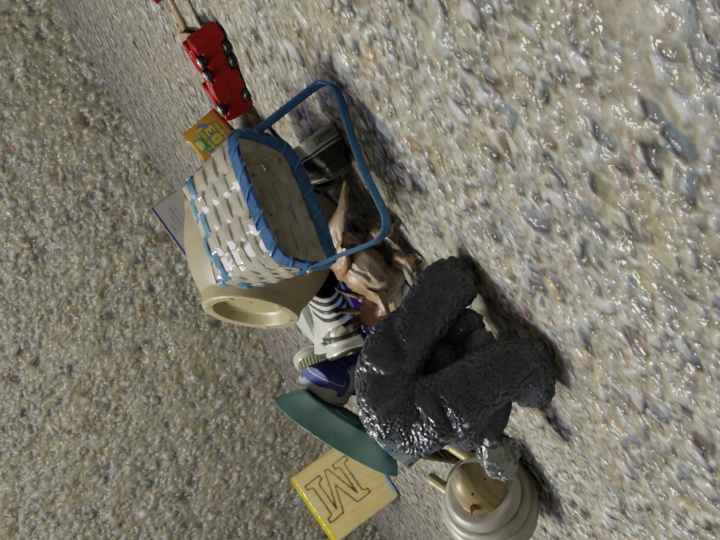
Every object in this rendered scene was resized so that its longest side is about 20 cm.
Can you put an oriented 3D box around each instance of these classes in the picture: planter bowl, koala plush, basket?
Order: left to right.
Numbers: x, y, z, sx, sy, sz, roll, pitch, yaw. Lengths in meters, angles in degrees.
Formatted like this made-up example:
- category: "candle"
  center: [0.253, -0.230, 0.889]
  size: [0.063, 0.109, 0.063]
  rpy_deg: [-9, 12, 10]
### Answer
- category: "planter bowl"
  center: [-0.125, -0.010, 1.299]
  size: [0.201, 0.197, 0.137]
  rpy_deg: [91, -174, -71]
- category: "basket"
  center: [-0.077, -0.081, 1.129]
  size: [0.138, 0.198, 0.179]
  rpy_deg: [-1, -112, -58]
- category: "koala plush"
  center: [0.097, 0.125, 1.102]
  size: [0.178, 0.183, 0.200]
  rpy_deg: [49, 179, 30]

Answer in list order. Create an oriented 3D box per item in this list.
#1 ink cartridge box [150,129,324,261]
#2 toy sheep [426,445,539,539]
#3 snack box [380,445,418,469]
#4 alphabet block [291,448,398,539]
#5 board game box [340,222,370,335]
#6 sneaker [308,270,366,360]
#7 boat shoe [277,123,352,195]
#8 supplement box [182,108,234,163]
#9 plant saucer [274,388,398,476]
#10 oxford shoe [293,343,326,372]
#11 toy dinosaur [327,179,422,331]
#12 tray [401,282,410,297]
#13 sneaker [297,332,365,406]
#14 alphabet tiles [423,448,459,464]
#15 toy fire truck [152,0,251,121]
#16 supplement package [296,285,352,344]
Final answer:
- category: "ink cartridge box"
  center: [-0.155, -0.073, 1.468]
  size: [0.198, 0.199, 0.047]
  rpy_deg: [50, 177, 27]
- category: "toy sheep"
  center: [0.162, 0.292, 1.354]
  size: [0.138, 0.138, 0.200]
  rpy_deg: [47, 180, 37]
- category: "snack box"
  center: [0.077, 0.187, 1.352]
  size: [0.037, 0.116, 0.200]
  rpy_deg: [47, 177, 20]
- category: "alphabet block"
  center: [-0.043, 0.550, 2.719]
  size: [0.197, 0.199, 0.196]
  rpy_deg: [54, 168, 9]
- category: "board game box"
  center: [0.017, 0.050, 1.407]
  size: [0.202, 0.044, 0.135]
  rpy_deg: [64, 180, -29]
- category: "sneaker"
  center: [-0.037, 0.052, 1.429]
  size: [0.200, 0.075, 0.117]
  rpy_deg: [163, 89, -82]
- category: "boat shoe"
  center: [-0.059, -0.119, 1.274]
  size: [0.064, 0.070, 0.200]
  rpy_deg: [58, 167, -5]
- category: "supplement box"
  center: [-0.204, -0.180, 1.609]
  size: [0.067, 0.069, 0.200]
  rpy_deg: [50, -177, 5]
- category: "plant saucer"
  center: [-0.025, 0.214, 1.475]
  size: [0.198, 0.036, 0.200]
  rpy_deg: [31, 180, 0]
- category: "oxford shoe"
  center: [-0.039, 0.115, 1.629]
  size: [0.199, 0.075, 0.058]
  rpy_deg: [-7, -119, -54]
- category: "toy dinosaur"
  center: [0.000, 0.000, 1.248]
  size: [0.201, 0.086, 0.135]
  rpy_deg: [57, 156, -13]
- category: "tray"
  center: [0.096, 0.093, 1.334]
  size: [0.200, 0.022, 0.108]
  rpy_deg: [47, 166, 39]
- category: "sneaker"
  center: [-0.004, 0.124, 1.551]
  size: [0.080, 0.116, 0.198]
  rpy_deg: [30, -166, 30]
- category: "alphabet tiles"
  center: [0.069, 0.225, 1.589]
  size: [0.166, 0.008, 0.200]
  rpy_deg: [18, -165, -42]
- category: "toy fire truck"
  center: [-0.224, -0.314, 1.476]
  size: [0.141, 0.048, 0.201]
  rpy_deg: [49, 167, 35]
- category: "supplement package"
  center: [-0.088, -0.019, 1.567]
  size: [0.200, 0.110, 0.157]
  rpy_deg: [45, 164, 45]
